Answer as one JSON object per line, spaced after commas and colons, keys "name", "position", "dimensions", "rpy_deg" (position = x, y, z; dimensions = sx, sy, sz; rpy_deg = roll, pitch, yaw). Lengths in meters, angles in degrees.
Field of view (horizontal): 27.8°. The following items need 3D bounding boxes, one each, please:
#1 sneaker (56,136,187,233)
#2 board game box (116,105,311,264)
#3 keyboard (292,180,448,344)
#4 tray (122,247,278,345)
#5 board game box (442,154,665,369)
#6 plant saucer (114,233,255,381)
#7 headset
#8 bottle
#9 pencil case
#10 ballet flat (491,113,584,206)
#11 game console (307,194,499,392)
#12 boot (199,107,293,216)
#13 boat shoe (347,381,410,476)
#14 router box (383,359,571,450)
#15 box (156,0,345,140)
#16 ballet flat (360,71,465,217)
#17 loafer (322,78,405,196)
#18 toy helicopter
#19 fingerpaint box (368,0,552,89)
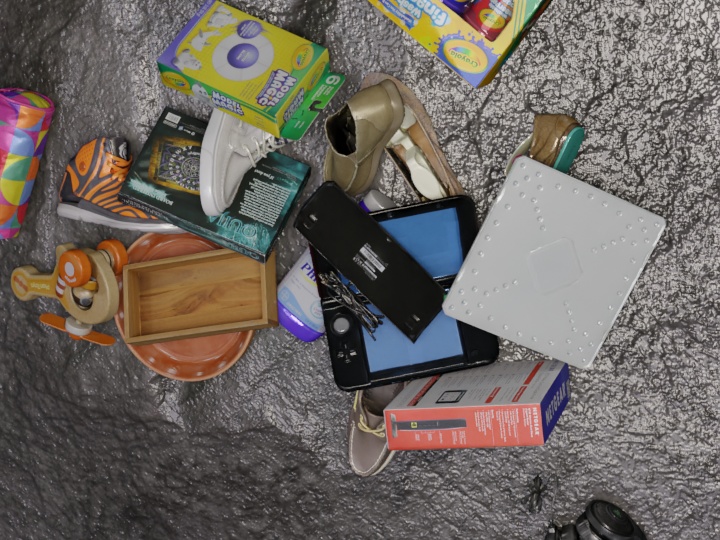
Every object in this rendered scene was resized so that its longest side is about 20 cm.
{"name": "sneaker", "position": [-0.290, -0.109, 1.803], "dimensions": [0.198, 0.077, 0.113], "rpy_deg": [11, 93, 23]}
{"name": "board game box", "position": [-0.177, -0.104, 1.758], "dimensions": [0.199, 0.028, 0.136], "rpy_deg": [23, 67, 7]}
{"name": "keyboard", "position": [0.000, 0.000, 1.657], "dimensions": [0.200, 0.040, 0.104], "rpy_deg": [45, 70, -5]}
{"name": "tray", "position": [-0.198, 0.031, 1.787], "dimensions": [0.198, 0.037, 0.100], "rpy_deg": [-9, 77, 23]}
{"name": "board game box", "position": [0.218, -0.009, 1.654], "dimensions": [0.199, 0.026, 0.201], "rpy_deg": [21, 106, -17]}
{"name": "plant saucer", "position": [-0.222, 0.040, 1.852], "dimensions": [0.198, 0.032, 0.202], "rpy_deg": [4, 103, 18]}
{"name": "headset", "position": [0.264, 0.326, 1.723], "dimensions": [0.123, 0.094, 0.200], "rpy_deg": [-34, 101, 20]}
{"name": "bottle", "position": [-0.028, -0.008, 1.761], "dimensions": [0.083, 0.065, 0.200], "rpy_deg": [40, 110, 0]}
{"name": "pencil case", "position": [-0.458, -0.136, 1.864], "dimensions": [0.088, 0.088, 0.201], "rpy_deg": [26, 106, 11]}
{"name": "ballet flat", "position": [0.193, -0.090, 1.680], "dimensions": [0.072, 0.068, 0.202], "rpy_deg": [28, 110, 31]}
{"name": "game console", "position": [0.051, 0.029, 1.680], "dimensions": [0.198, 0.119, 0.174], "rpy_deg": [-11, 66, 0]}
{"name": "boot", "position": [-0.128, -0.156, 1.719], "dimensions": [0.095, 0.074, 0.202], "rpy_deg": [3, 66, 14]}
{"name": "boat shoe", "position": [0.023, 0.167, 1.784], "dimensions": [0.071, 0.059, 0.201], "rpy_deg": [22, 107, 12]}
{"name": "router box", "position": [0.139, 0.152, 1.669], "dimensions": [0.178, 0.200, 0.049], "rpy_deg": [-4, 100, 18]}
{"name": "box", "position": [-0.127, -0.235, 1.708], "dimensions": [0.199, 0.049, 0.118], "rpy_deg": [26, 64, 17]}
{"name": "ballet flat", "position": [0.060, -0.146, 1.703], "dimensions": [0.068, 0.067, 0.201], "rpy_deg": [-35, 89, 21]}
{"name": "loafer", "position": [-0.012, -0.152, 1.681], "dimensions": [0.077, 0.067, 0.200], "rpy_deg": [69, 152, 25]}
{"name": "toy helicopter", "position": [-0.380, 0.030, 1.870], "dimensions": [0.199, 0.079, 0.134], "rpy_deg": [3, 105, 40]}
{"name": "fingerpaint box", "position": [0.111, -0.334, 1.644], "dimensions": [0.200, 0.073, 0.167], "rpy_deg": [41, 110, 6]}
